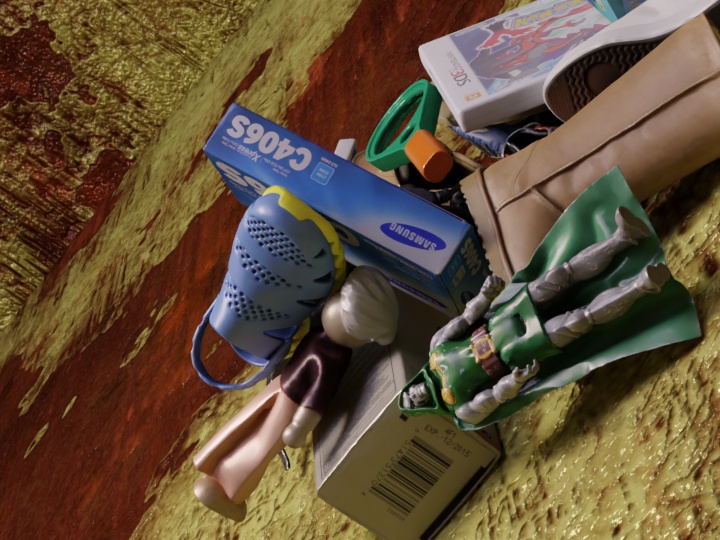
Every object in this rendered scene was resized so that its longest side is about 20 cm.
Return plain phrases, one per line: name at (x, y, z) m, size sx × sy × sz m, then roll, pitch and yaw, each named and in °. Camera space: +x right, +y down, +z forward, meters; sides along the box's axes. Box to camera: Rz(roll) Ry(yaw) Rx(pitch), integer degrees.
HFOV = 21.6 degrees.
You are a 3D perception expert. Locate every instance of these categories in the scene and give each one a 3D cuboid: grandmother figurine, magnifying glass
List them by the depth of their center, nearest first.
grandmother figurine at (-0.042, 0.081, 1.292) m, size 0.200 × 0.060 × 0.122 m, roll -53°, pitch 24°, yaw 18°
magnifying glass at (0.042, -0.100, 1.442) m, size 0.080 × 0.022 × 0.200 m, roll -52°, pitch 14°, yaw 7°

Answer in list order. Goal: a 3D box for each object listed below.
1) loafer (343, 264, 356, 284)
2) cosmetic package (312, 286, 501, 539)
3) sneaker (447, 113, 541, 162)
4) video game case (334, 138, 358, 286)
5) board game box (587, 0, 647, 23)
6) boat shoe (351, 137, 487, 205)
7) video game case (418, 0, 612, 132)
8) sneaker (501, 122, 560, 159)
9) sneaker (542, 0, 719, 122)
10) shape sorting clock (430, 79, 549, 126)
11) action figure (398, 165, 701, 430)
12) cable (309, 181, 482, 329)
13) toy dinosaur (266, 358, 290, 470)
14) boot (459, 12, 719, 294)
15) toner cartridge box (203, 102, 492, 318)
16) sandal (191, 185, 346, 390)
loafer at (0.028, 0.008, 1.541) m, size 0.073 × 0.071 × 0.201 m, roll -34°, pitch 25°, yaw 51°
cosmetic package at (0.027, 0.097, 1.322) m, size 0.104 × 0.087 × 0.200 m, roll -51°, pitch 16°, yaw 17°
sneaker at (0.120, -0.140, 1.575) m, size 0.088 × 0.075 × 0.200 m, roll -52°, pitch 16°, yaw 7°
video game case at (-0.020, -0.006, 1.612) m, size 0.018 × 0.144 × 0.200 m, roll -1°, pitch 28°, yaw 11°
board game box at (0.226, -0.264, 1.442) m, size 0.150 × 0.047 × 0.200 m, roll -33°, pitch 26°, yaw 4°
boat shoe at (0.054, -0.077, 1.535) m, size 0.074 × 0.067 × 0.199 m, roll -37°, pitch 33°, yaw -22°
video game case at (0.152, -0.176, 1.444) m, size 0.198 × 0.023 × 0.182 m, roll -21°, pitch 23°, yaw 0°
sneaker at (0.140, -0.083, 1.376) m, size 0.077 × 0.082 × 0.200 m, roll -55°, pitch 15°, yaw -5°
sneaker at (0.221, -0.162, 1.320) m, size 0.199 × 0.073 × 0.085 m, roll -23°, pitch 24°, yaw 32°
shape sorting clock at (0.145, -0.166, 1.509) m, size 0.198 × 0.039 × 0.200 m, roll -17°, pitch 24°, yaw 8°
action figure at (0.100, 0.038, 1.154) m, size 0.200 × 0.054 × 0.119 m, roll -37°, pitch 60°, yaw 29°
cable at (0.000, 0.000, 1.426) m, size 0.198 × 0.164 × 0.051 m, roll -19°, pitch 57°, yaw 1°
toy dinosaur at (-0.068, 0.078, 1.621) m, size 0.088 × 0.047 × 0.202 m, roll 73°, pitch -165°, yaw -75°
boot at (0.173, -0.050, 1.215) m, size 0.199 × 0.066 × 0.176 m, roll -32°, pitch 59°, yaw 16°
toner cartridge box at (-0.008, -0.040, 1.302) m, size 0.043 × 0.199 × 0.095 m, roll -57°, pitch -24°, yaw -10°
sandal at (-0.068, 0.021, 1.299) m, size 0.087 × 0.079 × 0.201 m, roll -43°, pitch -18°, yaw -33°
